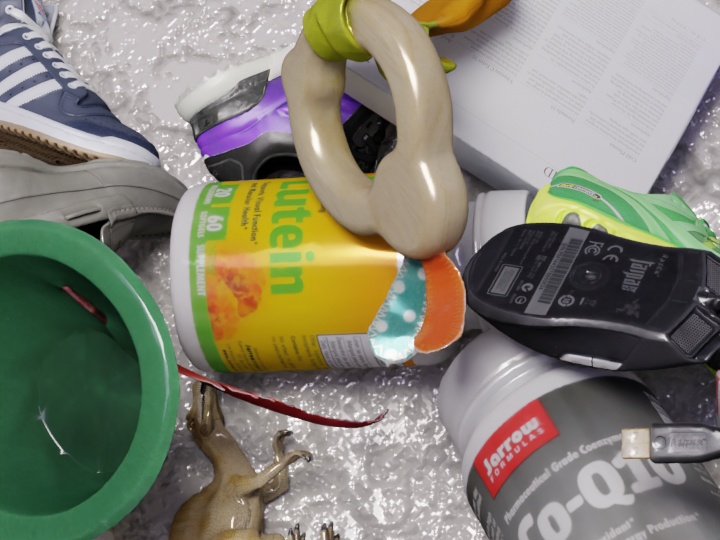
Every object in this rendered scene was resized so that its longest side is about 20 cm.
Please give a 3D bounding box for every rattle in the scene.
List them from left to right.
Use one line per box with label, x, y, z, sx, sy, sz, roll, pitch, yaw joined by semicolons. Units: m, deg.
rattle;0.048;-0.055;0.928;0.130;0.143;0.201;-42;66;34

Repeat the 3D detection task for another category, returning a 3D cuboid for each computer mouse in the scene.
computer mouse;0.136;0.042;0.845;0.199;0.046;0.141;5;47;24

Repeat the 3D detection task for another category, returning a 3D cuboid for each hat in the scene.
hat;-0.133;0.071;0.967;0.200;0.176;0.166;44;102;18

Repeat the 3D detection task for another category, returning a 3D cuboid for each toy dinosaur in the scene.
toy dinosaur;-0.069;0.160;0.995;0.101;0.058;0.201;-10;59;25

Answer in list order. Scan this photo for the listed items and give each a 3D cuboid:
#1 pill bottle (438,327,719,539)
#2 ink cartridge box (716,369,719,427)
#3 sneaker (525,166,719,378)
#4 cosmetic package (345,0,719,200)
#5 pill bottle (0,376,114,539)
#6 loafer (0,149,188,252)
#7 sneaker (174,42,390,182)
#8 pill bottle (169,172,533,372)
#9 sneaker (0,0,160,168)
pill bottle;0.122;0.122;0.895;0.114;0.114;0.200;-31;49;0
ink cartridge box;0.288;0.064;0.890;0.199;0.147;0.083;-24;67;3
sneaker;0.184;-0.001;0.950;0.199;0.074;0.084;28;43;-11
cosmetic package;0.099;-0.127;1.019;0.200;0.052;0.151;32;76;-3
pill bottle;-0.209;0.082;1.015;0.111;0.111;0.201;-14;67;7
loafer;-0.168;-0.026;1.011;0.070;0.200;0.070;-26;75;34
sneaker;-0.004;-0.100;1.067;0.199;0.070;0.100;-24;81;-2
pill bottle;0.000;0.000;0.998;0.199;0.111;0.112;-3;69;11
sneaker;-0.200;-0.128;1.115;0.199;0.070;0.109;20;77;22
